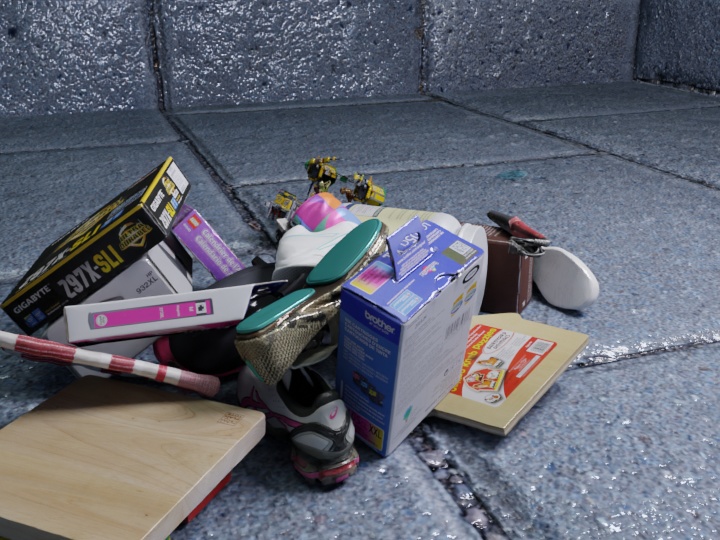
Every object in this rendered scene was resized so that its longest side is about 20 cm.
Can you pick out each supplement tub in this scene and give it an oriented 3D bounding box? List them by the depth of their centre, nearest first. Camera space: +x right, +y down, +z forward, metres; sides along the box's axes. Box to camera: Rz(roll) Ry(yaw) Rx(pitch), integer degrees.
[{"bbox_3d":[0.053,-0.005,1.055,0.196,0.148,0.145,7,21,21],"label":"supplement tub"}]

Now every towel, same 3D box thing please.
[{"bbox_3d":[-0.237,0.088,0.770,0.196,0.023,0.144,15,-11,-18],"label":"towel"}]

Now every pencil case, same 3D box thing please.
[{"bbox_3d":[0.000,0.000,0.950,0.088,0.089,0.200,-21,57,-45],"label":"pencil case"}]

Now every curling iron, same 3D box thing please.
[{"bbox_3d":[0.195,-0.055,1.069,0.048,0.026,0.200,1,18,-6],"label":"curling iron"}]

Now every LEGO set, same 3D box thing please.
[{"bbox_3d":[-0.066,-0.111,1.334,0.115,0.156,0.199,19,14,-44],"label":"LEGO set"}]

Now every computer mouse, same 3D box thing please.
[{"bbox_3d":[-0.110,0.032,0.866,0.198,0.053,0.140,-30,73,-23],"label":"computer mouse"}]

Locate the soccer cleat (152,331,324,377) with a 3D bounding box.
[{"bbox_3d":[-0.139,0.082,0.957,0.195,0.072,0.086,-5,0,-12],"label":"soccer cleat"}]

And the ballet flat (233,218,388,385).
[{"bbox_3d":[-0.033,0.033,0.766,0.067,0.076,0.200,-3,31,48],"label":"ballet flat"}]

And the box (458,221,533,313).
[{"bbox_3d":[0.136,-0.011,1.139,0.196,0.103,0.075,11,22,28],"label":"box"}]

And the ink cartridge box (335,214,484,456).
[{"bbox_3d":[0.045,0.050,0.772,0.076,0.203,0.136,29,44,26],"label":"ink cartridge box"}]

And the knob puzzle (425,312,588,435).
[{"bbox_3d":[0.120,0.107,0.901,0.214,0.031,0.221,-11,26,5],"label":"knob puzzle"}]

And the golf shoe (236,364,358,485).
[{"bbox_3d":[-0.063,0.119,0.795,0.071,0.094,0.199,-15,22,-30],"label":"golf shoe"}]

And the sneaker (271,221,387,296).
[{"bbox_3d":[0.007,-0.015,0.864,0.195,0.071,0.081,4,47,-6],"label":"sneaker"}]

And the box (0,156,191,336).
[{"bbox_3d":[-0.286,-0.031,0.916,0.198,0.050,0.160,-33,23,13],"label":"box"}]

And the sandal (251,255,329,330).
[{"bbox_3d":[-0.048,0.035,0.999,0.198,0.075,0.045,30,72,20],"label":"sandal"}]

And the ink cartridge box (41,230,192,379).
[{"bbox_3d":[-0.272,0.028,0.956,0.144,0.084,0.200,-37,20,1],"label":"ink cartridge box"}]

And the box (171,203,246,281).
[{"bbox_3d":[-0.188,-0.019,1.063,0.039,0.137,0.200,-42,16,-7],"label":"box"}]

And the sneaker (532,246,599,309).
[{"bbox_3d":[0.280,0.000,1.164,0.087,0.077,0.199,3,15,-27],"label":"sneaker"}]

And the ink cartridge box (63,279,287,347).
[{"bbox_3d":[-0.167,0.040,0.765,0.195,0.038,0.095,-9,-6,-14],"label":"ink cartridge box"}]

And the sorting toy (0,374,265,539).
[{"bbox_3d":[-0.207,0.175,0.675,0.196,0.071,0.199,8,22,21],"label":"sorting toy"}]
